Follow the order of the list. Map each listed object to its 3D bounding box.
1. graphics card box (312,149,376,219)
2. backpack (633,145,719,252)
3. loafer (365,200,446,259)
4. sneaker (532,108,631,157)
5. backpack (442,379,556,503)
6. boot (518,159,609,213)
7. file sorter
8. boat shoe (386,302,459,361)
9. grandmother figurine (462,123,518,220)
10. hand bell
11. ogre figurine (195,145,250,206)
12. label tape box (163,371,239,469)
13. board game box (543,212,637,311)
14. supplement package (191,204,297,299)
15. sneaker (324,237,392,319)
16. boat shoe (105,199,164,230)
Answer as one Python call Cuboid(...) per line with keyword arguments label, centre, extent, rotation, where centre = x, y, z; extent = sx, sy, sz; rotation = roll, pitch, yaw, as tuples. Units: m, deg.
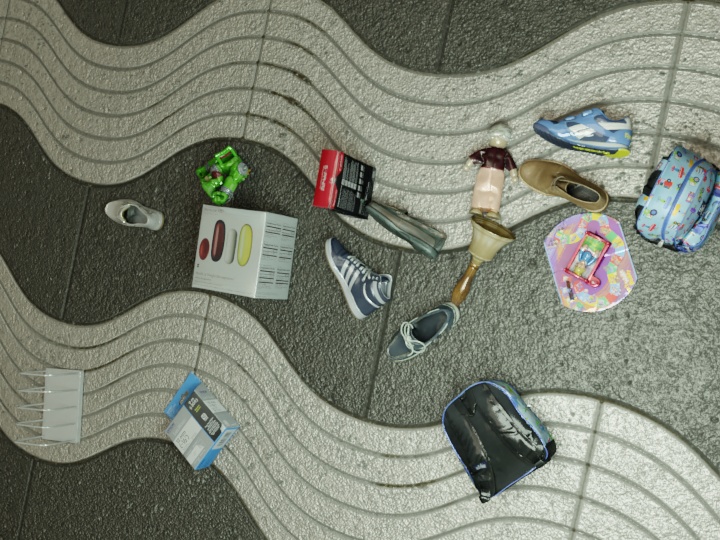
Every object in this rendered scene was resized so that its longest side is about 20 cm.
Cuboid(label="graphics card box", centre=(-0.032, -0.188, 1.680), extent=(0.051, 0.200, 0.126), rotation=(9, 91, 26))
Cuboid(label="backpack", centre=(0.583, -0.128, 1.371), extent=(0.134, 0.200, 0.183), rotation=(30, 98, 25))
Cuboid(label="loafer", centre=(0.103, -0.102, 1.689), extent=(0.200, 0.072, 0.063), rotation=(37, 82, 17))
Cuboid(label="sneaker", centre=(0.450, -0.285, 1.524), extent=(0.199, 0.074, 0.083), rotation=(15, 91, 19))
Cuboid(label="backpack", centre=(0.271, 0.325, 1.517), extent=(0.183, 0.147, 0.201), rotation=(-40, 74, 19))
Cuboid(label="boot", centre=(0.406, -0.180, 1.532), extent=(0.199, 0.075, 0.074), rotation=(29, 101, 29))
Cuboid(label="file sorter", centre=(-0.865, 0.376, 2.087), extent=(0.138, 0.124, 0.202), rotation=(0, 85, 26))
Cuboid(label="boat shoe", centre=(0.127, 0.139, 1.645), extent=(0.199, 0.062, 0.075), rotation=(-33, 79, 28))
Cuboid(label="grandmother figurine", centre=(0.279, -0.216, 1.611), extent=(0.120, 0.061, 0.201), rotation=(13, 89, -1))
Cuboid(label="hand bell", centre=(0.239, -0.005, 1.606), extent=(0.104, 0.104, 0.201), rotation=(33, 112, 24))
Cuboid(label="ogre figurine", centre=(-0.342, -0.242, 1.885), extent=(0.120, 0.200, 0.098), rotation=(-43, 108, 3))
Cuboid(label="label tape box", centre=(-0.419, 0.376, 1.900), extent=(0.200, 0.066, 0.144), rotation=(43, 104, 21))
Cuboid(label="board game box", centre=(0.456, -0.019, 1.512), extent=(0.157, 0.039, 0.201), rotation=(-19, 78, 24))
Cuboid(label="supplement package", centre=(-0.278, -0.043, 1.818), extent=(0.190, 0.147, 0.202), rotation=(8, 90, 26))
Cuboid(label="sneaker", centre=(0.000, 0.000, 1.719), extent=(0.108, 0.070, 0.201), rotation=(-28, 81, 26))
Cuboid(label="boat shoe", centre=(-0.625, -0.156, 2.041), extent=(0.199, 0.069, 0.071), rotation=(12, 93, 27))
